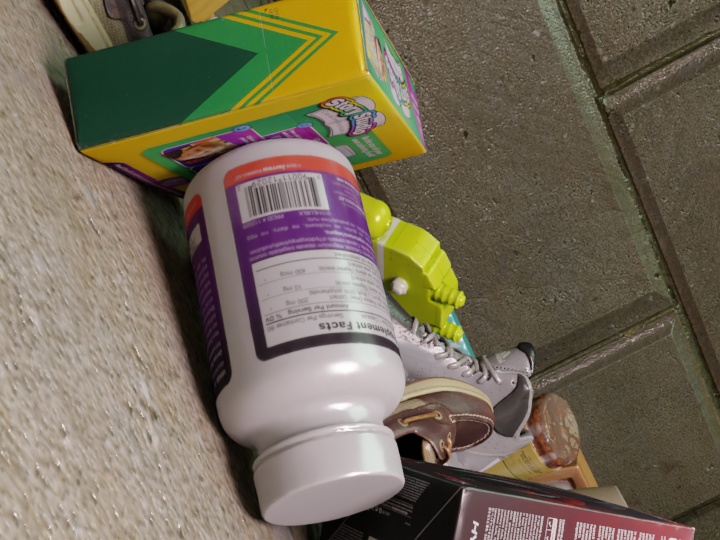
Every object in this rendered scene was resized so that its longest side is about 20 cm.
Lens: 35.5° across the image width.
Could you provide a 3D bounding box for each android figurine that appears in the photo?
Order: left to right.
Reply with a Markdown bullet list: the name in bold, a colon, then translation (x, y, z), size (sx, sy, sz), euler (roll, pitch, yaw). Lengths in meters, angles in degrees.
- **android figurine**: translation (0.000, 0.000, 0.942), size (0.198, 0.041, 0.184), euler (26, -35, 19)

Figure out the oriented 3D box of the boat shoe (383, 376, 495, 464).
- **boat shoe**: translation (0.029, 0.123, 0.788), size (0.198, 0.072, 0.073), euler (9, 42, -45)

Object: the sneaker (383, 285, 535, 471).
- **sneaker**: translation (0.076, 0.066, 0.890), size (0.202, 0.114, 0.075), euler (60, 12, -17)

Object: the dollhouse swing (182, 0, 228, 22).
- **dollhouse swing**: translation (-0.156, -0.375, 1.193), size (0.202, 0.180, 0.175), euler (59, 13, 14)

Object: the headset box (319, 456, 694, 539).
- **headset box**: translation (0.095, 0.170, 0.695), size (0.148, 0.197, 0.077), euler (2, -102, 62)

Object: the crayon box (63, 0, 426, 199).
- **crayon box**: translation (-0.059, -0.099, 0.698), size (0.200, 0.169, 0.059), euler (26, 52, -77)

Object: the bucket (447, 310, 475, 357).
- **bucket**: translation (0.037, 0.079, 1.104), size (0.207, 0.133, 0.210), euler (-25, 90, -86)

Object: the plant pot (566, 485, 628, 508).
- **plant pot**: translation (0.139, 0.259, 0.914), size (0.190, 0.198, 0.187), euler (62, 5, -9)

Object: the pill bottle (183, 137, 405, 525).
- **pill bottle**: translation (-0.036, 0.036, 0.654), size (0.112, 0.110, 0.203), euler (53, 21, -63)

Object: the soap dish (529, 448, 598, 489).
- **soap dish**: translation (0.146, 0.247, 1.056), size (0.159, 0.197, 0.082), euler (61, 33, -21)

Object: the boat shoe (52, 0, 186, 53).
- **boat shoe**: translation (-0.146, -0.152, 0.759), size (0.074, 0.064, 0.200), euler (65, 4, 31)

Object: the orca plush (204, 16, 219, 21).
- **orca plush**: translation (-0.108, -0.111, 0.934), size (0.202, 0.104, 0.071), euler (63, -27, 22)

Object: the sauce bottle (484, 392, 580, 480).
- **sauce bottle**: translation (0.097, 0.164, 0.985), size (0.065, 0.198, 0.067), euler (26, 52, -39)
